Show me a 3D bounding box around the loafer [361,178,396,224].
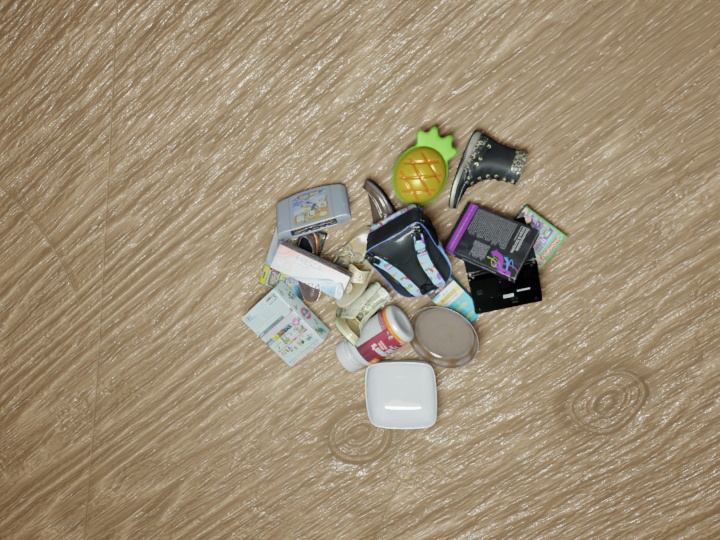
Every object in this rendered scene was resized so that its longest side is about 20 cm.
[{"bbox_3d":[0.058,-0.147,1.397,0.071,0.073,0.201,-32,96,12],"label":"loafer"}]

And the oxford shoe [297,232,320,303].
[{"bbox_3d":[-0.144,-0.004,1.419,0.071,0.073,0.201,-4,102,8],"label":"oxford shoe"}]

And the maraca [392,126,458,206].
[{"bbox_3d":[0.161,-0.260,1.340,0.137,0.107,0.201,26,105,-6],"label":"maraca"}]

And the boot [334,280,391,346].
[{"bbox_3d":[0.011,0.105,1.383,0.154,0.200,0.072,-37,105,7],"label":"boot"}]

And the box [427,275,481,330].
[{"bbox_3d":[0.233,0.059,1.429,0.200,0.049,0.082,45,104,-3],"label":"box"}]

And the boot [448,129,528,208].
[{"bbox_3d":[0.318,-0.234,1.336,0.153,0.073,0.205,21,98,5],"label":"boot"}]

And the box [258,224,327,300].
[{"bbox_3d":[-0.188,-0.033,1.476,0.136,0.038,0.201,21,104,2],"label":"box"}]

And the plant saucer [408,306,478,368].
[{"bbox_3d":[0.224,0.177,1.436,0.199,0.032,0.201,13,123,21],"label":"plant saucer"}]

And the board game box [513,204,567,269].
[{"bbox_3d":[0.421,-0.051,1.389,0.134,0.029,0.200,36,105,-2],"label":"board game box"}]

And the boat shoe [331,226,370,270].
[{"bbox_3d":[-0.027,-0.033,1.439,0.071,0.065,0.200,39,105,-2],"label":"boat shoe"}]

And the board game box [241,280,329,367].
[{"bbox_3d":[-0.209,0.151,1.484,0.147,0.064,0.200,-39,99,26],"label":"board game box"}]

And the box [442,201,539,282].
[{"bbox_3d":[0.326,-0.073,1.333,0.199,0.036,0.143,26,79,25],"label":"box"}]

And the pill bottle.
[{"bbox_3d":[0.036,0.188,1.431,0.200,0.110,0.110,-36,95,22],"label":"pill bottle"}]

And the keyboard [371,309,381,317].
[{"bbox_3d":[0.017,0.158,1.498,0.200,0.021,0.127,44,104,-2],"label":"keyboard"}]

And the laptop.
[{"bbox_3d":[0.361,-0.009,1.375,0.176,0.104,0.201,-13,119,11],"label":"laptop"}]

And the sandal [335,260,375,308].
[{"bbox_3d":[-0.003,-0.002,1.399,0.212,0.078,0.070,-46,133,-12],"label":"sandal"}]

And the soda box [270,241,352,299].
[{"bbox_3d":[-0.123,-0.001,1.346,0.199,0.064,0.069,25,102,3],"label":"soda box"}]

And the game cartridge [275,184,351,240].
[{"bbox_3d":[-0.127,-0.158,1.396,0.199,0.134,0.042,-16,144,6],"label":"game cartridge"}]

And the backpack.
[{"bbox_3d":[0.129,-0.038,1.335,0.182,0.135,0.200,-30,119,21],"label":"backpack"}]

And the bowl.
[{"bbox_3d":[0.115,0.340,1.496,0.199,0.075,0.201,-2,102,8],"label":"bowl"}]
